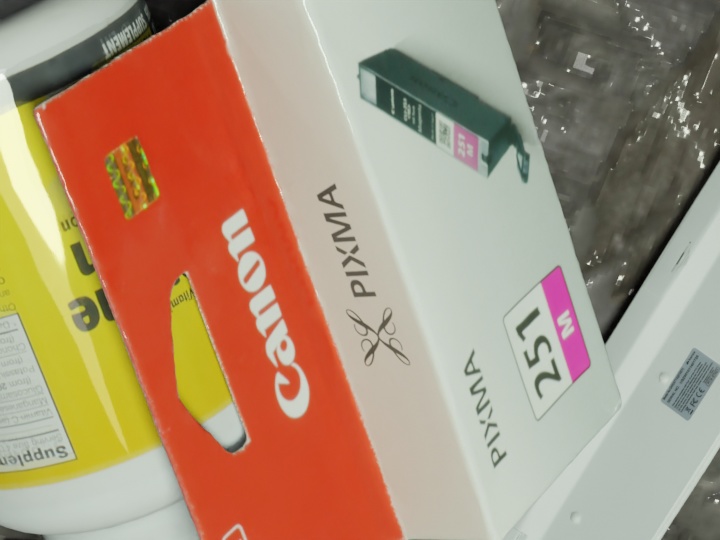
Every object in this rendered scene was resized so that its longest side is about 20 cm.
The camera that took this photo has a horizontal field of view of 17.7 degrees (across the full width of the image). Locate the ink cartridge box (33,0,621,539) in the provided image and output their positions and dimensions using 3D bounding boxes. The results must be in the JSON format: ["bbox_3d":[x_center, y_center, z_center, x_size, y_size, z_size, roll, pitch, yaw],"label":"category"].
[{"bbox_3d":[0.000,0.000,0.719,0.044,0.174,0.200,-4,115,37],"label":"ink cartridge box"}]

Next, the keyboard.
[{"bbox_3d":[0.110,0.036,0.803,0.056,0.011,0.200,36,102,27],"label":"keyboard"}]

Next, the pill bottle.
[{"bbox_3d":[-0.091,0.011,0.726,0.112,0.112,0.200,-21,110,-3],"label":"pill bottle"}]
